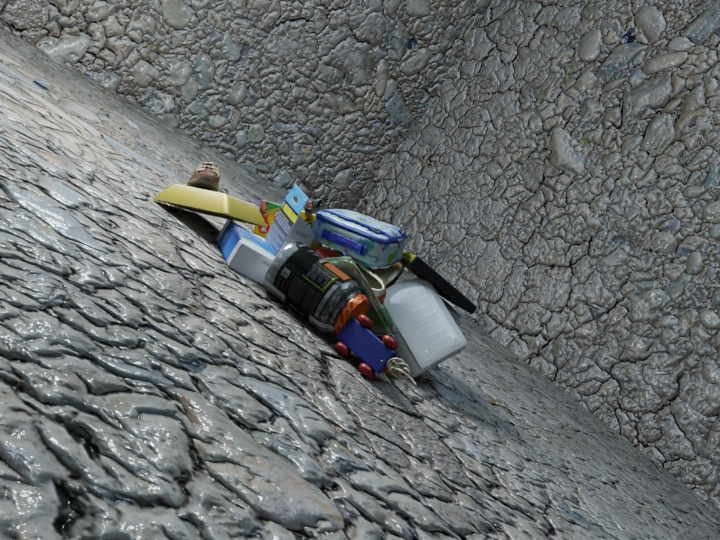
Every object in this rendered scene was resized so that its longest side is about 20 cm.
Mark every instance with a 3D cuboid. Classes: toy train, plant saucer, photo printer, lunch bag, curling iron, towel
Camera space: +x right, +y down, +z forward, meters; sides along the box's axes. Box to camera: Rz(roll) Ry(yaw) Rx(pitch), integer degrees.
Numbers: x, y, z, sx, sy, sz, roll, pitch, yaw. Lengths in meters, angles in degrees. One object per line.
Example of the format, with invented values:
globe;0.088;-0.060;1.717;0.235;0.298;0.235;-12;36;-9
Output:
toy train;0.051;0.178;1.399;0.199;0.085;0.116;38;-6;34
plant saucer;-0.337;-0.153;1.696;0.197;0.049;0.200;12;-1;19
photo printer;0.125;0.118;1.635;0.165;0.069;0.201;-23;75;-36
lunch bag;-0.003;-0.076;1.656;0.198;0.084;0.160;23;17;24
curling iron;-0.107;-0.144;1.680;0.026;0.049;0.200;60;-11;-7
towel;-0.016;0.058;1.560;0.152;0.023;0.201;-3;-55;53

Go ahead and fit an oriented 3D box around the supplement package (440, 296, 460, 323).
supplement package;0.160;0.115;1.818;0.120;0.121;0.200;33;5;-1

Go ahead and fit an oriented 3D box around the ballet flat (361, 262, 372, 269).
ballet flat;0.016;0.039;1.806;0.071;0.069;0.201;-13;-64;44

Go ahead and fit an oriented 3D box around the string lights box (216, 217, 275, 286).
string lights box;-0.244;-0.042;1.596;0.102;0.059;0.200;30;7;-25

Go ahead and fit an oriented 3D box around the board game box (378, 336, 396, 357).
board game box;0.070;0.161;1.756;0.152;0.041;0.200;33;6;-11

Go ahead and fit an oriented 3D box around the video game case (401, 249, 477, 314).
video game case;0.166;0.018;1.744;0.199;0.026;0.181;39;-2;-19

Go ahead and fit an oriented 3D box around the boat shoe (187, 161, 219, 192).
boat shoe;-0.363;-0.221;1.726;0.075;0.073;0.200;13;0;-16

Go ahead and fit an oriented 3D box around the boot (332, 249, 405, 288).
boot;0.000;0.000;1.695;0.155;0.073;0.200;41;50;11

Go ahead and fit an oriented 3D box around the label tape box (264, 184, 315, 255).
label tape box;-0.157;-0.079;1.660;0.066;0.202;0.143;26;9;-25

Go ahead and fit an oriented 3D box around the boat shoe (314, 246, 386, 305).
boat shoe;-0.025;0.004;1.590;0.199;0.071;0.063;38;-28;21

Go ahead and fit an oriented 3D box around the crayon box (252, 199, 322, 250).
crayon box;-0.163;-0.084;1.777;0.198;0.129;0.051;16;-1;22

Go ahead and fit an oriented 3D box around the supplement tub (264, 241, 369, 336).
supplement tub;-0.086;0.042;1.485;0.199;0.123;0.122;36;7;20
